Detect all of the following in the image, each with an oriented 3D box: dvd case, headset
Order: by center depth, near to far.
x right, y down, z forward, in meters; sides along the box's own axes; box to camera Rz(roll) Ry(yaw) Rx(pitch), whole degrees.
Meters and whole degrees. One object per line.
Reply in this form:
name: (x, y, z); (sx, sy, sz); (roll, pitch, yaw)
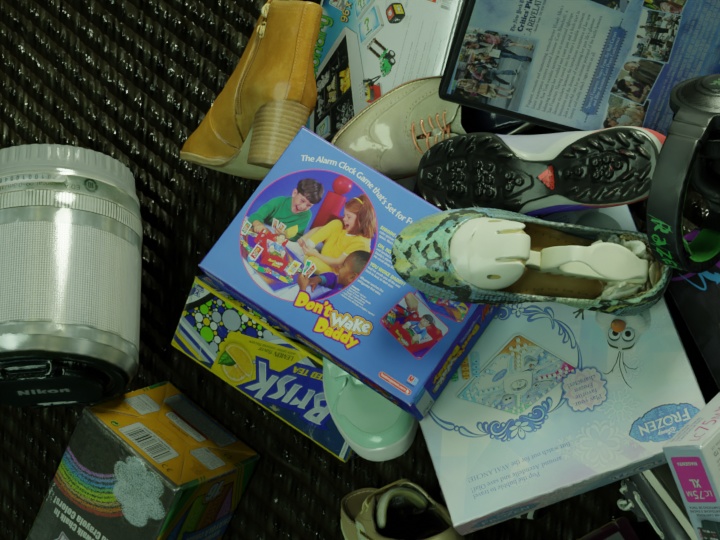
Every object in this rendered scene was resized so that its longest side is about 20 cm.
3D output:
headset: (0.264, -0.087, 1.189); (0.094, 0.124, 0.200); (17, 66, 32)
dvd case: (0.169, -0.162, 1.242); (0.200, 0.018, 0.143); (14, 120, -5)

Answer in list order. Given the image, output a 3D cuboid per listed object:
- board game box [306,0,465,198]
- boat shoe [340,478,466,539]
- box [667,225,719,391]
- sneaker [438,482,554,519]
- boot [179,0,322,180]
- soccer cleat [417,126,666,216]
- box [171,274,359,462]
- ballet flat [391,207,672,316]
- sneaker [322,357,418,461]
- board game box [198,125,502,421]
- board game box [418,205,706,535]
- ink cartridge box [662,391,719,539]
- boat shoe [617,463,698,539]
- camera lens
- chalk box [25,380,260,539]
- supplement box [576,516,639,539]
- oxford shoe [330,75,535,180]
board game box: (0.013, -0.147, 1.408); (0.126, 0.035, 0.200); (24, 109, 27)
boat shoe: (0.037, 0.201, 1.383); (0.200, 0.074, 0.066); (19, 131, 61)
box: (0.322, 0.006, 1.234); (0.200, 0.036, 0.143); (-30, 80, 31)
sneaker: (0.131, 0.096, 1.346); (0.115, 0.076, 0.201); (8, 97, 29)
boot: (-0.084, -0.152, 1.439); (0.201, 0.071, 0.144); (2, 80, 64)
soccer cleat: (0.136, -0.070, 1.264); (0.200, 0.073, 0.068); (-4, 89, 33)
box: (-0.060, 0.078, 1.473); (0.200, 0.064, 0.070); (32, 113, 25)
ballet flat: (0.124, -0.010, 1.210); (0.200, 0.074, 0.074); (3, 103, -12)
sneaker: (-0.008, 0.044, 1.359); (0.074, 0.118, 0.201); (-15, 59, 5)
board game box: (0.000, 0.000, 1.288); (0.200, 0.045, 0.135); (33, 81, 22)
board game box: (0.134, 0.067, 1.280); (0.200, 0.043, 0.199); (-20, 67, 6)
ink cartridge box: (0.286, 0.180, 1.214); (0.042, 0.119, 0.200); (-13, 106, 47)
boat shoe: (0.218, 0.173, 1.305); (0.063, 0.073, 0.200); (-39, 81, 28)
camera lens: (-0.270, 0.010, 1.509); (0.160, 0.160, 0.200); (-15, 65, 33)
chalk box: (-0.202, 0.221, 1.551); (0.125, 0.124, 0.200); (37, 116, 22)
supplement box: (0.128, 0.286, 1.324); (0.200, 0.131, 0.103); (-43, 73, 41)
oxford shoe: (0.061, -0.115, 1.328); (0.200, 0.074, 0.071); (-23, 98, 17)
